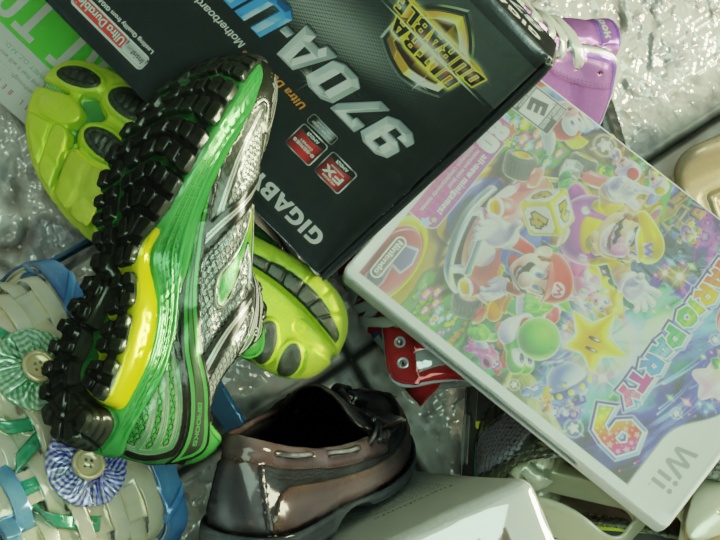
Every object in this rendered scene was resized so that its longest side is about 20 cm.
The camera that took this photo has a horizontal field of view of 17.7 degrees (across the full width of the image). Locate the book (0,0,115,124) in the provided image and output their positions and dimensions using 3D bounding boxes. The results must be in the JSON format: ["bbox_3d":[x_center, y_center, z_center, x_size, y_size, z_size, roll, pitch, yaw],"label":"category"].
[{"bbox_3d":[-0.109,-0.155,1.154,0.200,0.048,0.134,-41,104,17],"label":"book"}]

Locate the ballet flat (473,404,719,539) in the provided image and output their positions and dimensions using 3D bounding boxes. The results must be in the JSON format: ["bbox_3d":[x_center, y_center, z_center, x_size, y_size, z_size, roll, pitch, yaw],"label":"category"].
[{"bbox_3d":[0.151,0.117,1.158,0.200,0.072,0.072,11,83,11],"label":"ballet flat"}]

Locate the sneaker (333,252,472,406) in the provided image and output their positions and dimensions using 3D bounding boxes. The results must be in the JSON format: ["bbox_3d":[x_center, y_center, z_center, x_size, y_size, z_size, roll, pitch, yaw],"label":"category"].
[{"bbox_3d":[0.000,0.000,1.190,0.200,0.071,0.113,18,88,10],"label":"sneaker"}]

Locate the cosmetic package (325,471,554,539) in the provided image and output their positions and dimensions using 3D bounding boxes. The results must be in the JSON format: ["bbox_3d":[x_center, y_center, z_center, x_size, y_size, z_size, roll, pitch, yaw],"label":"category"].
[{"bbox_3d":[0.010,0.204,1.131,0.165,0.200,0.165,-22,92,-16],"label":"cosmetic package"}]

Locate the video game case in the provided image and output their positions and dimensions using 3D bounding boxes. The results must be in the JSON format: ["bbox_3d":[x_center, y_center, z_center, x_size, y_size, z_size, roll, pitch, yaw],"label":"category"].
[{"bbox_3d":[0.112,0.011,1.141,0.200,0.018,0.143,39,76,6],"label":"video game case"}]

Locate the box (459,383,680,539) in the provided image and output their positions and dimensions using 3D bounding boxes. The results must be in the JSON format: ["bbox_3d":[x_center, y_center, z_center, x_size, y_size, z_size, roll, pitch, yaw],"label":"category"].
[{"bbox_3d":[0.154,0.065,1.219,0.200,0.044,0.161,3,89,9],"label":"box"}]

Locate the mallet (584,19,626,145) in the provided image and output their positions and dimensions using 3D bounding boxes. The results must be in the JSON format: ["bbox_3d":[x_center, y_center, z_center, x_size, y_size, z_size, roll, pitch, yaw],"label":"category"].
[{"bbox_3d":[0.138,-0.037,1.270,0.066,0.041,0.200,-24,88,-12],"label":"mallet"}]

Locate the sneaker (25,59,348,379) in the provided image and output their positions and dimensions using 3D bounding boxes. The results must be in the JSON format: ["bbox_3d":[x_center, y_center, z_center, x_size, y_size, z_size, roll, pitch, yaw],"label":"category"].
[{"bbox_3d":[-0.094,-0.018,1.154,0.074,0.084,0.200,-45,95,-13],"label":"sneaker"}]

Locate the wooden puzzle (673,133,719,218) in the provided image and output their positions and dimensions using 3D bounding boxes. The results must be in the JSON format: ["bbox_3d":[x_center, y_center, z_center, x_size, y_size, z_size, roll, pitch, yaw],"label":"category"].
[{"bbox_3d":[0.283,-0.004,1.309,0.185,0.037,0.200,-22,97,-16],"label":"wooden puzzle"}]

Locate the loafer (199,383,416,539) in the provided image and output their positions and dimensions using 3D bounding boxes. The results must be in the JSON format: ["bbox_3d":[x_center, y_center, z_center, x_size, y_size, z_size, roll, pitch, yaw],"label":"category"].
[{"bbox_3d":[-0.020,0.085,1.138,0.072,0.200,0.063,6,106,19],"label":"loafer"}]

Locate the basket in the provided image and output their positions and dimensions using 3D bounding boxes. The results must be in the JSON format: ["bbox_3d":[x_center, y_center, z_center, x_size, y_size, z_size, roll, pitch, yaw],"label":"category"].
[{"bbox_3d":[-0.141,0.082,1.132,0.200,0.139,0.177,-25,82,-48],"label":"basket"}]

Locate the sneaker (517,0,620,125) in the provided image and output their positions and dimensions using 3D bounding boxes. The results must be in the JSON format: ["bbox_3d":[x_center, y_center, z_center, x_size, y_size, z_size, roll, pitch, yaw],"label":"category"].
[{"bbox_3d":[0.075,-0.131,1.197,0.114,0.073,0.201,-24,137,-9],"label":"sneaker"}]

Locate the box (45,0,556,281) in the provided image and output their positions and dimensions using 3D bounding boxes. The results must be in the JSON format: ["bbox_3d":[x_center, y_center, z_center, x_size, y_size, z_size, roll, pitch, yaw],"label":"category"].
[{"bbox_3d":[-0.030,-0.121,1.105,0.159,0.046,0.200,-42,97,17],"label":"box"}]

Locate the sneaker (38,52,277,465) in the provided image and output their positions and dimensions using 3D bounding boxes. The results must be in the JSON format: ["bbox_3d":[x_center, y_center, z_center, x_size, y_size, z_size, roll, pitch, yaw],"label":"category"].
[{"bbox_3d":[-0.079,-0.006,1.067,0.085,0.078,0.200,24,79,-35],"label":"sneaker"}]
